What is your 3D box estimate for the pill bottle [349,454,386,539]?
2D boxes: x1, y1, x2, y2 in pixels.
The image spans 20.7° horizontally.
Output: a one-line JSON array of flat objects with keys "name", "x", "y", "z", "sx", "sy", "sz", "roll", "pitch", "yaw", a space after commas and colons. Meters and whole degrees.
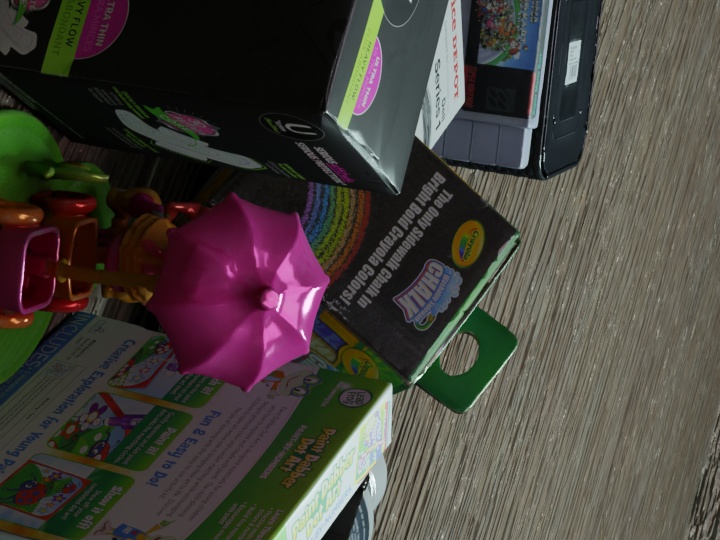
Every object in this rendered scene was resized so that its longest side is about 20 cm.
[{"name": "pill bottle", "x": -0.059, "y": 0.171, "z": 1.296, "sx": 0.200, "sy": 0.119, "sz": 0.120, "roll": -43, "pitch": 138, "yaw": -58}]

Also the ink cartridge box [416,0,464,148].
[{"name": "ink cartridge box", "x": 0.000, "y": -0.134, "z": 1.357, "sx": 0.200, "sy": 0.084, "sz": 0.146, "roll": -55, "pitch": 149, "yaw": -47}]

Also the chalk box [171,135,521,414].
[{"name": "chalk box", "x": 0.000, "y": 0.000, "z": 1.160, "sx": 0.125, "sy": 0.200, "sz": 0.124, "roll": -51, "pitch": -171, "yaw": -24}]

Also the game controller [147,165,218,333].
[{"name": "game controller", "x": -0.094, "y": 0.009, "z": 1.241, "sx": 0.104, "sy": 0.042, "sz": 0.200, "roll": 54, "pitch": 50, "yaw": -63}]

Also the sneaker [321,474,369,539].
[{"name": "sneaker", "x": -0.044, "y": 0.098, "z": 1.232, "sx": 0.200, "sy": 0.106, "sz": 0.075, "roll": -80, "pitch": -177, "yaw": -49}]

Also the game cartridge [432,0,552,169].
[{"name": "game cartridge", "x": 0.077, "y": -0.182, "z": 1.473, "sx": 0.038, "sy": 0.129, "sz": 0.200, "roll": -20, "pitch": 118, "yaw": -66}]

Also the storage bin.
[{"name": "storage bin", "x": 0.138, "y": -0.186, "z": 1.664, "sx": 0.135, "sy": 0.094, "sz": 0.200, "roll": -25, "pitch": 122, "yaw": -66}]

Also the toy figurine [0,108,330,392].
[{"name": "toy figurine", "x": -0.101, "y": 0.003, "z": 1.018, "sx": 0.200, "sy": 0.184, "sz": 0.150, "roll": -15, "pitch": 114, "yaw": -68}]

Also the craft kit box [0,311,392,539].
[{"name": "craft kit box", "x": -0.110, "y": 0.102, "z": 1.022, "sx": 0.200, "sy": 0.197, "sz": 0.049, "roll": -48, "pitch": 142, "yaw": -53}]

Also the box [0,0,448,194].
[{"name": "box", "x": -0.070, "y": -0.138, "z": 1.007, "sx": 0.124, "sy": 0.200, "sz": 0.149, "roll": 43, "pitch": 60, "yaw": -66}]
